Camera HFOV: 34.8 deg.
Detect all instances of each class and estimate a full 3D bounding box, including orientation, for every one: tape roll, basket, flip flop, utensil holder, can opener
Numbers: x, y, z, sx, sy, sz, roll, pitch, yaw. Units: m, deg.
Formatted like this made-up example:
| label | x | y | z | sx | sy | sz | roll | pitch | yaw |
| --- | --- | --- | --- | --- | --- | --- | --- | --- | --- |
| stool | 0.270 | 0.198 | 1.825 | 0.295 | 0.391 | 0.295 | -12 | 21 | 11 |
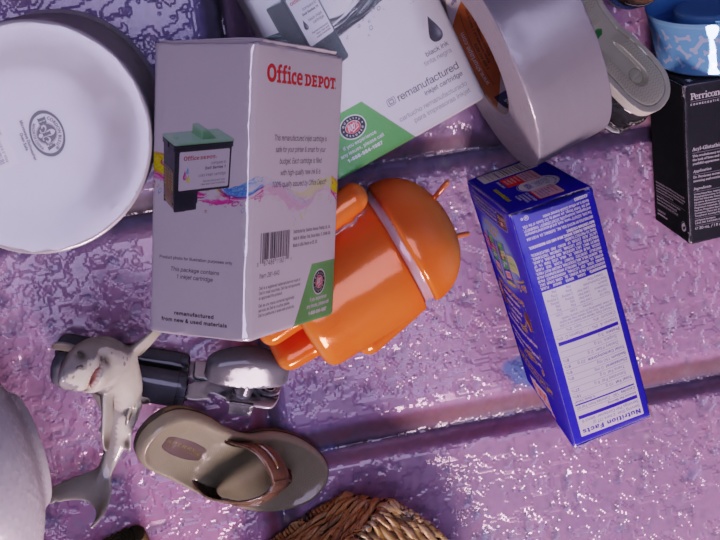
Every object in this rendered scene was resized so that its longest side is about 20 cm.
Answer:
| label | x | y | z | sx | sy | sz | roll | pitch | yaw |
| --- | --- | --- | --- | --- | --- | --- | --- | --- | --- |
| tape roll | 0.118 | -0.185 | 0.900 | 0.066 | 0.200 | 0.202 | -28 | 105 | -3 |
| basket | 0.011 | 0.305 | 1.058 | 0.143 | 0.148 | 0.201 | -45 | 108 | -32 |
| flip flop | -0.104 | 0.170 | 0.987 | 0.199 | 0.057 | 0.082 | 29 | 96 | -42 |
| utensil holder | -0.230 | -0.109 | 0.859 | 0.167 | 0.200 | 0.172 | -2 | 102 | -10 |
| can opener | -0.160 | 0.078 | 0.981 | 0.197 | 0.054 | 0.068 | 11 | 119 | -11 |

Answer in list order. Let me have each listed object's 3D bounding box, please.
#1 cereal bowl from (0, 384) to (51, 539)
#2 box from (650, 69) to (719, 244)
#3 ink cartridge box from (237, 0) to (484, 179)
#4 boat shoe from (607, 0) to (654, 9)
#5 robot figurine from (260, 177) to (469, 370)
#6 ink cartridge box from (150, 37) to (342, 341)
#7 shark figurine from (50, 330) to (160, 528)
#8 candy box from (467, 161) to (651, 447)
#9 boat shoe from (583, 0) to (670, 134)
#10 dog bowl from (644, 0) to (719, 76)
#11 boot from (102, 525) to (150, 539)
| label | x | y | z | sx | sy | sz | roll | pitch | yaw |
| --- | --- | --- | --- | --- | --- | --- | --- | --- | --- |
| cereal bowl | -0.302 | 0.157 | 0.915 | 0.083 | 0.199 | 0.203 | -17 | 105 | -29 |
| box | 0.363 | -0.119 | 1.014 | 0.197 | 0.079 | 0.143 | -11 | 113 | -7 |
| ink cartridge box | -0.009 | -0.199 | 0.937 | 0.145 | 0.083 | 0.202 | -29 | 104 | -3 |
| boat shoe | 0.197 | -0.311 | 0.953 | 0.072 | 0.072 | 0.201 | -38 | 104 | 1 |
| robot figurine | 0.000 | 0.001 | 0.966 | 0.199 | 0.117 | 0.145 | -32 | 99 | -1 |
| ink cartridge box | -0.080 | -0.061 | 0.833 | 0.083 | 0.145 | 0.203 | 5 | 97 | 22 |
| shark figurine | -0.219 | 0.100 | 0.931 | 0.089 | 0.129 | 0.216 | 24 | 137 | 11 |
| candy box | 0.164 | 0.020 | 0.968 | 0.076 | 0.169 | 0.202 | -17 | 105 | -1 |
| boat shoe | 0.176 | -0.204 | 0.974 | 0.072 | 0.068 | 0.201 | -37 | 89 | -21 |
| dog bowl | 0.341 | -0.212 | 0.984 | 0.197 | 0.112 | 0.050 | -11 | 117 | -7 |
| boot | -0.227 | 0.351 | 1.026 | 0.173 | 0.066 | 0.202 | -21 | 106 | -4 |
